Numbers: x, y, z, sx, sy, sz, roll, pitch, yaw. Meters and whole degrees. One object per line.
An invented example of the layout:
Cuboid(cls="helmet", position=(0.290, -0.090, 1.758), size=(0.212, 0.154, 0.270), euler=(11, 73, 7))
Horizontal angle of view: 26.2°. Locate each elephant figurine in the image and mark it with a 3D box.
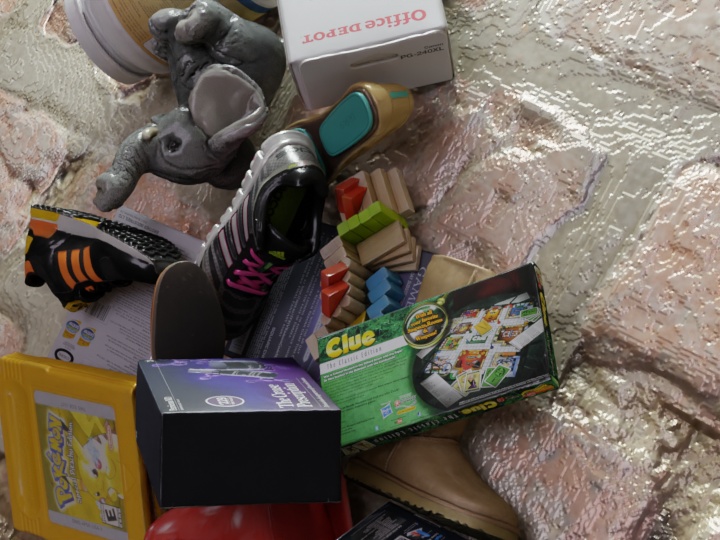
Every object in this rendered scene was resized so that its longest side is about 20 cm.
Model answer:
Cuboid(cls="elephant figurine", position=(-0.144, -0.136, 1.442), size=(0.154, 0.141, 0.202), euler=(-11, 64, 28))

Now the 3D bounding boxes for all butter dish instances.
Cuboid(cls="butter dish", position=(-0.110, 0.253, 1.260), size=(0.199, 0.147, 0.201), euler=(-27, 57, 25))

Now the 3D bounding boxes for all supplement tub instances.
Cuboid(cls="supplement tub", position=(-0.182, -0.287, 1.538), size=(0.199, 0.144, 0.146), euler=(-28, 57, 24))

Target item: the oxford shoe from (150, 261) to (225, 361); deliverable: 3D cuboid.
Cuboid(cls="oxford shoe", position=(-0.161, 0.086, 1.369), size=(0.071, 0.071, 0.202), euler=(24, 122, 54))

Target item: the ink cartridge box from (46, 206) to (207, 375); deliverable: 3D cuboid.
Cuboid(cls="ink cartridge box", position=(-0.208, 0.056, 1.459), size=(0.136, 0.076, 0.202), euler=(22, 83, 40))

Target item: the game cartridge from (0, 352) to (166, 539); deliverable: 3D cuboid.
Cuboid(cls="game cartridge", position=(-0.260, 0.173, 1.422), size=(0.198, 0.032, 0.178), euler=(6, 106, 38))

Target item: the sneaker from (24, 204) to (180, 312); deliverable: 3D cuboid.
Cuboid(cls="sneaker", position=(-0.240, 0.001, 1.424), size=(0.199, 0.070, 0.091), euler=(19, 98, 40))

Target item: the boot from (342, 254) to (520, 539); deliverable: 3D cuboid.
Cuboid(cls="boot", position=(0.086, 0.100, 1.235), size=(0.174, 0.066, 0.202), euler=(20, 80, 34))

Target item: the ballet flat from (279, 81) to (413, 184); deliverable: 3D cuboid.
Cuboid(cls="ballet flat", position=(-0.020, -0.116, 1.400), size=(0.199, 0.063, 0.069), euler=(-24, 87, 52))

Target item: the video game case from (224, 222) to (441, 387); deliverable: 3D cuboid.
Cuboid(cls="video game case", position=(-0.024, 0.034, 1.372), size=(0.199, 0.019, 0.144), euler=(16, 82, 38))

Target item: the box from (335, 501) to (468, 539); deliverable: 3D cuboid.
Cuboid(cls="box", position=(0.016, 0.263, 1.147), size=(0.158, 0.199, 0.046), euler=(19, 127, 39))

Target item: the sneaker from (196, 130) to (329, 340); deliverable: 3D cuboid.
Cuboid(cls="sneaker", position=(-0.085, -0.021, 1.354), size=(0.201, 0.073, 0.087), euler=(-63, 31, 13))

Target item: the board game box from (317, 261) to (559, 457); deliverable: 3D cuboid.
Cuboid(cls="board game box", position=(0.057, 0.072, 1.218), size=(0.198, 0.023, 0.106), euler=(-20, 59, 24))

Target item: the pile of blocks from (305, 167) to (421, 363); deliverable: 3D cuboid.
Cuboid(cls="pile of blocks", position=(0.000, 0.000, 1.317), size=(0.081, 0.062, 0.202), euler=(-7, 68, 34))

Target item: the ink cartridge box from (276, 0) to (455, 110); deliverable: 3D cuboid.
Cuboid(cls="ink cartridge box", position=(-0.003, -0.258, 1.405), size=(0.144, 0.084, 0.202), euler=(-12, 62, 3))

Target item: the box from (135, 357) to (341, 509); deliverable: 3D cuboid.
Cuboid(cls="box", position=(-0.103, 0.125, 1.238), size=(0.200, 0.139, 0.080), euler=(-149, 57, -74))
